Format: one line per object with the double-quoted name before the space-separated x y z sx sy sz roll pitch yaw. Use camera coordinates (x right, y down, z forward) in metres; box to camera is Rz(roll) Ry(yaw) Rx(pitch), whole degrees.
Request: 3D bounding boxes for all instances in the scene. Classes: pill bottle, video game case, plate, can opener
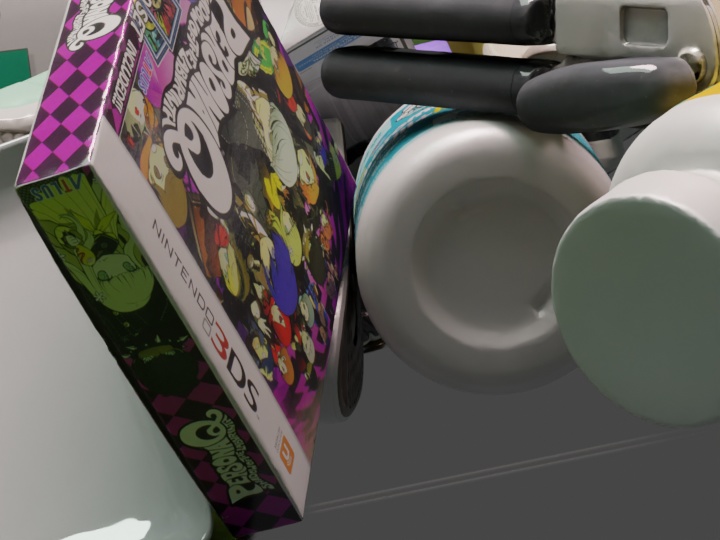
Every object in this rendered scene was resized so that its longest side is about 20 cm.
"pill bottle" 0.052 -0.020 1.244 0.111 0.111 0.200 -18 10 2
"video game case" -0.060 -0.032 1.117 0.036 0.181 0.200 -14 37 19
"plate" -0.167 0.054 1.152 0.199 0.200 0.032 -19 -30 4
"can opener" 0.052 -0.083 1.135 0.200 0.053 0.067 8 13 42
"pill bottle" 0.156 -0.019 1.042 0.113 0.113 0.200 -9 14 42

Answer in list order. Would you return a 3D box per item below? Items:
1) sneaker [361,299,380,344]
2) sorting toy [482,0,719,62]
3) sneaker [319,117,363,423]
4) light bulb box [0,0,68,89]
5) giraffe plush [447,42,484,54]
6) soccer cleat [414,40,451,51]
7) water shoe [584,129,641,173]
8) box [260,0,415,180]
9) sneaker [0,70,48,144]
"sneaker" 0.000 0.000 1.403 0.200 0.078 0.080 -20 -10 -33
"sorting toy" 0.147 -0.083 1.234 0.180 0.107 0.200 7 7 -7
"sneaker" -0.042 0.004 1.275 0.085 0.073 0.200 -5 30 -1
"light bulb box" -0.142 -0.100 1.619 0.198 0.125 0.200 -5 5 21
"giraffe plush" 0.090 -0.133 1.413 0.200 0.173 0.162 15 -14 3
"soccer cleat" 0.023 -0.081 1.514 0.200 0.068 0.073 -17 15 -11
"water shoe" 0.107 -0.094 1.623 0.071 0.079 0.200 -16 11 18
"box" -0.018 -0.115 1.392 0.060 0.117 0.200 -32 -23 0
"sneaker" -0.164 -0.049 1.378 0.200 0.074 0.118 -20 9 -14
